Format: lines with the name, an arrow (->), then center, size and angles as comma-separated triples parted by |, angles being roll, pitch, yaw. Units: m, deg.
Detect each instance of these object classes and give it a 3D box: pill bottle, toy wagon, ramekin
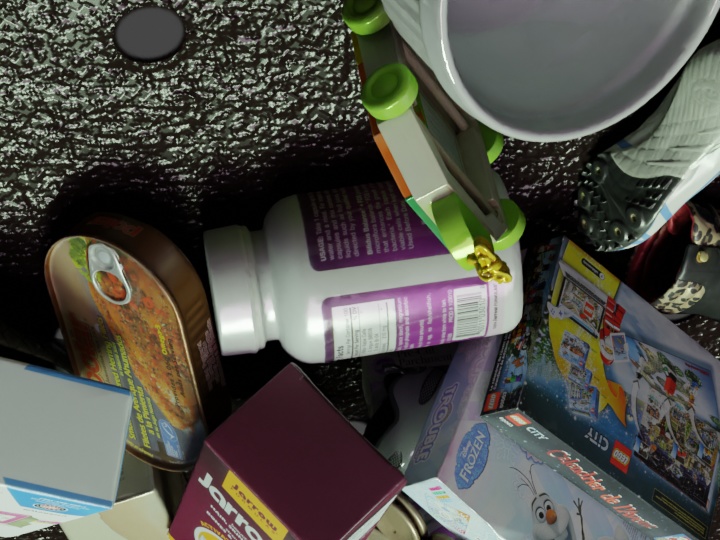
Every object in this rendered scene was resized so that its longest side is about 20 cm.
pill bottle -> 0.000, 0.000, 1.218 | 0.198, 0.113, 0.113 | -8, 140, -5
toy wagon -> 0.045, -0.070, 1.080 | 0.039, 0.201, 0.155 | -26, 138, 17
ramekin -> 0.098, -0.181, 1.001 | 0.199, 0.105, 0.201 | -18, 127, -25

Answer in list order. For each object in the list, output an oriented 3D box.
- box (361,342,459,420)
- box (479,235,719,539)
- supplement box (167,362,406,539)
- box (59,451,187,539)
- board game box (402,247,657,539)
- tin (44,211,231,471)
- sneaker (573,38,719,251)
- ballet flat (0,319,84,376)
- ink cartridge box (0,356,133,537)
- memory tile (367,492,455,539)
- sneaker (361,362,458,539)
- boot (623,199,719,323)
box -> 0.101, 0.074, 1.385 | 0.198, 0.042, 0.039 | -7, 137, -7
box -> 0.178, 0.087, 1.282 | 0.200, 0.137, 0.038 | 36, 147, -28
supplement box -> -0.055, 0.162, 1.258 | 0.086, 0.110, 0.200 | -40, 168, -27
box -> -0.168, 0.193, 1.406 | 0.077, 0.095, 0.201 | -16, 141, 2
board game box -> 0.137, 0.124, 1.292 | 0.199, 0.201, 0.043 | 44, 142, -24
tin -> -0.146, 0.048, 1.233 | 0.111, 0.042, 0.201 | 12, 133, 25
sneaker -> 0.213, -0.079, 1.223 | 0.072, 0.072, 0.200 | -6, 149, -39
ballet flat -> -0.239, 0.071, 1.274 | 0.066, 0.057, 0.199 | -37, 135, 26
ink cartridge box -> -0.260, 0.118, 1.238 | 0.144, 0.085, 0.200 | 16, 161, -27
memory tile -> 0.002, 0.177, 1.305 | 0.017, 0.200, 0.154 | -40, 160, -25
sneaker -> 0.036, 0.160, 1.346 | 0.139, 0.078, 0.202 | 4, 98, -6
boot -> 0.290, -0.023, 1.306 | 0.149, 0.074, 0.200 | 9, 140, -24
